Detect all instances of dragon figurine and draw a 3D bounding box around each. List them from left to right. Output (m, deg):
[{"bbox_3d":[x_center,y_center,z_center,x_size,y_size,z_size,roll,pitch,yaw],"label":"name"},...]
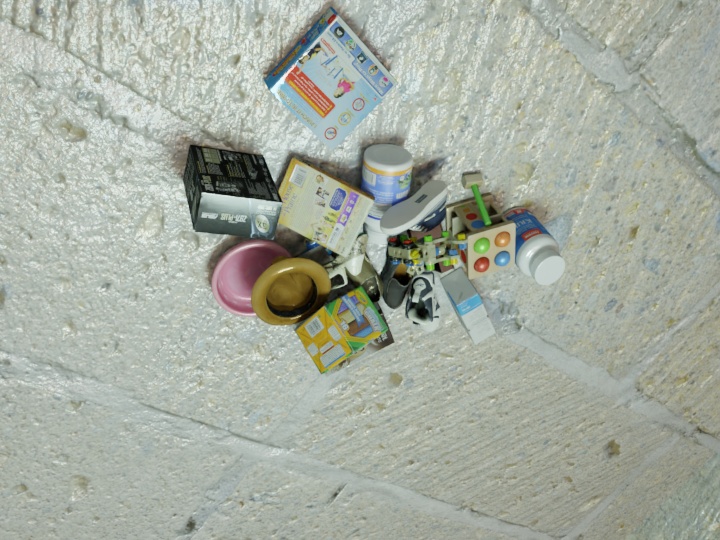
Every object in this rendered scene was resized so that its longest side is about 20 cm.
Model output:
[{"bbox_3d":[-0.083,-0.078,1.699,0.098,0.059,0.202,20,113,-31],"label":"dragon figurine"}]

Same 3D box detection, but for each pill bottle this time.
[{"bbox_3d":[0.053,-0.166,1.657,0.109,0.113,0.204,-7,126,-17],"label":"pill bottle"},{"bbox_3d":[0.416,-0.058,1.822,0.110,0.201,0.114,-11,127,-14],"label":"pill bottle"}]

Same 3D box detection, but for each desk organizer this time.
[{"bbox_3d":[0.159,-0.079,1.788,0.076,0.072,0.202,-23,129,-1],"label":"desk organizer"}]

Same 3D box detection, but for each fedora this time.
[{"bbox_3d":[-0.161,0.032,1.666,0.196,0.083,0.203,-15,136,-14],"label":"fedora"}]

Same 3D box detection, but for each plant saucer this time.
[{"bbox_3d":[-0.244,0.011,1.704,0.196,0.051,0.204,-11,126,-15],"label":"plant saucer"}]

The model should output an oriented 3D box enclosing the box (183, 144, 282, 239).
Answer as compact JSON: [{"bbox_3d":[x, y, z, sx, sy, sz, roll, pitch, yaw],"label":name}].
[{"bbox_3d":[-0.257,-0.156,1.482,0.160,0.201,0.088,5,123,-25],"label":"box"}]

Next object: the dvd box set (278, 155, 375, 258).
[{"bbox_3d":[-0.085,-0.136,1.610,0.197,0.029,0.148,26,110,-2],"label":"dvd box set"}]

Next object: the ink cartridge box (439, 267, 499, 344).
[{"bbox_3d":[0.285,0.107,1.941,0.066,0.117,0.202,-29,129,1],"label":"ink cartridge box"}]

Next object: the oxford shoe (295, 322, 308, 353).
[{"bbox_3d":[-0.128,0.115,1.775,0.074,0.058,0.204,-20,98,-3],"label":"oxford shoe"}]

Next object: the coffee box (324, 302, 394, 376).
[{"bbox_3d":[-0.026,0.164,1.880,0.197,0.080,0.114,-26,129,-2],"label":"coffee box"}]

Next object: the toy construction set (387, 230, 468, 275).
[{"bbox_3d":[0.137,-0.042,1.659,0.129,0.199,0.094,-12,87,-27],"label":"toy construction set"}]

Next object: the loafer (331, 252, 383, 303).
[{"bbox_3d":[0.000,0.000,1.776,0.076,0.068,0.200,-38,122,7],"label":"loafer"}]

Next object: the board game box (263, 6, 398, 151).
[{"bbox_3d":[-0.057,-0.379,1.498,0.195,0.056,0.199,-43,128,11],"label":"board game box"}]

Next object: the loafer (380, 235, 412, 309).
[{"bbox_3d":[0.092,0.019,1.829,0.071,0.073,0.204,-10,127,-16],"label":"loafer"}]

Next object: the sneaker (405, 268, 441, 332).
[{"bbox_3d":[0.152,0.109,1.865,0.078,0.131,0.202,11,135,14],"label":"sneaker"}]

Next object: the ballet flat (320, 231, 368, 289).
[{"bbox_3d":[-0.043,-0.006,1.700,0.199,0.076,0.067,-35,165,28],"label":"ballet flat"}]

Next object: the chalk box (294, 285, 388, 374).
[{"bbox_3d":[-0.031,0.130,1.729,0.124,0.125,0.199,-38,172,37],"label":"chalk box"}]

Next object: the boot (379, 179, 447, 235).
[{"bbox_3d":[0.122,-0.109,1.624,0.199,0.072,0.092,-36,137,-28],"label":"boot"}]

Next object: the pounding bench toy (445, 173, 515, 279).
[{"bbox_3d":[0.284,-0.108,1.762,0.122,0.157,0.203,-16,128,-10],"label":"pounding bench toy"}]
